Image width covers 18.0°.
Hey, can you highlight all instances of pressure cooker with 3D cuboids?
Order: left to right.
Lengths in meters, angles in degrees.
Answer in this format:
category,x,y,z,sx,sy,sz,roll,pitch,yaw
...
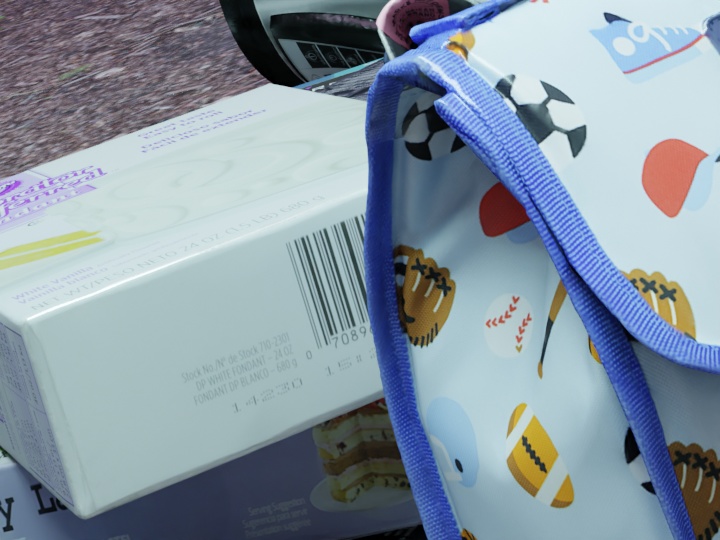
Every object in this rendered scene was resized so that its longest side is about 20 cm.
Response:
category,x,y,z,sx,sy,sz,roll,pitch,yaw
pressure cooker,0.005,-0.194,1.369,0.200,0.176,0.179,-4,18,32

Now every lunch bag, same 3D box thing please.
category,x,y,z,sx,sy,sz,roll,pitch,yaw
lunch bag,0.097,0.009,0.561,0.170,0.200,0.124,-28,19,-33

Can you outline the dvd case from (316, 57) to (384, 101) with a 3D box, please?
category,x,y,z,sx,sy,sz,roll,pitch,yaw
dvd case,0.062,-0.098,1.010,0.200,0.016,0.149,-31,16,-36

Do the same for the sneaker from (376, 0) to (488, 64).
category,x,y,z,sx,sy,sz,roll,pitch,yaw
sneaker,0.037,-0.065,0.739,0.070,0.082,0.200,-42,17,0

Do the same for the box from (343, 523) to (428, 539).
category,x,y,z,sx,sy,sz,roll,pitch,yaw
box,-0.047,0.110,0.666,0.159,0.046,0.200,-6,20,37

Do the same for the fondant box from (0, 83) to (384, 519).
category,x,y,z,sx,sy,sz,roll,pitch,yaw
fondant box,-0.049,-0.001,0.667,0.144,0.058,0.200,-21,14,-18

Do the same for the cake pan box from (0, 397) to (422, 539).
category,x,y,z,sx,sy,sz,roll,pitch,yaw
cake pan box,-0.053,0.043,0.721,0.199,0.052,0.184,-13,13,12

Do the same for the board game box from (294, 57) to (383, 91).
category,x,y,z,sx,sy,sz,roll,pitch,yaw
board game box,-0.034,-0.054,1.183,0.151,0.047,0.200,-18,16,2
